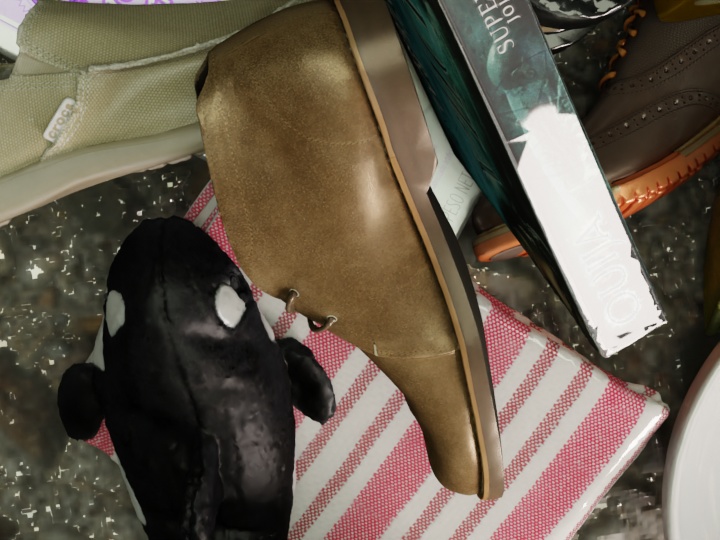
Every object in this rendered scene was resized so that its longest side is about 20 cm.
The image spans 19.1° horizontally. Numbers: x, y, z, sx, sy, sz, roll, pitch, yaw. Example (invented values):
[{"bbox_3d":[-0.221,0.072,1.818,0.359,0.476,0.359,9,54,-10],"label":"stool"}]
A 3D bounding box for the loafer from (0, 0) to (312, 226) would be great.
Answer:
[{"bbox_3d":[-0.092,-0.068,0.756,0.200,0.076,0.068,-23,104,0],"label":"loafer"}]

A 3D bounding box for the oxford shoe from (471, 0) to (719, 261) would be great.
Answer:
[{"bbox_3d":[0.115,-0.071,0.828,0.200,0.071,0.073,-32,89,-18],"label":"oxford shoe"}]

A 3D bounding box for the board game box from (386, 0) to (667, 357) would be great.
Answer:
[{"bbox_3d":[0.032,-0.079,0.691,0.028,0.135,0.200,-30,129,-1],"label":"board game box"}]

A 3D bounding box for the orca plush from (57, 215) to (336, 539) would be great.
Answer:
[{"bbox_3d":[-0.070,0.084,0.797,0.105,0.071,0.200,13,118,0],"label":"orca plush"}]

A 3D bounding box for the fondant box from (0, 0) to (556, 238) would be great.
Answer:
[{"bbox_3d":[-0.027,-0.106,0.822,0.200,0.058,0.144,27,94,-6],"label":"fondant box"}]

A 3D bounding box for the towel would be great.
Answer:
[{"bbox_3d":[0.001,0.053,0.830,0.200,0.030,0.146,32,117,-10],"label":"towel"}]

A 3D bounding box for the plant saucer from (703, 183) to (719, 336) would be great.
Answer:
[{"bbox_3d":[0.208,-0.059,0.786,0.199,0.200,0.048,-30,78,-1],"label":"plant saucer"}]

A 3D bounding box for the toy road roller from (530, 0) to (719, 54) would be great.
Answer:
[{"bbox_3d":[0.115,-0.159,0.740,0.200,0.123,0.146,-8,90,-4],"label":"toy road roller"}]

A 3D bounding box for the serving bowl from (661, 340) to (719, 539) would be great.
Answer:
[{"bbox_3d":[0.212,0.084,0.853,0.200,0.066,0.201,-1,99,-6],"label":"serving bowl"}]

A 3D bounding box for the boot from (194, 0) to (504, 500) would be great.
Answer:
[{"bbox_3d":[0.000,0.000,0.738,0.075,0.074,0.200,-20,117,0],"label":"boot"}]
